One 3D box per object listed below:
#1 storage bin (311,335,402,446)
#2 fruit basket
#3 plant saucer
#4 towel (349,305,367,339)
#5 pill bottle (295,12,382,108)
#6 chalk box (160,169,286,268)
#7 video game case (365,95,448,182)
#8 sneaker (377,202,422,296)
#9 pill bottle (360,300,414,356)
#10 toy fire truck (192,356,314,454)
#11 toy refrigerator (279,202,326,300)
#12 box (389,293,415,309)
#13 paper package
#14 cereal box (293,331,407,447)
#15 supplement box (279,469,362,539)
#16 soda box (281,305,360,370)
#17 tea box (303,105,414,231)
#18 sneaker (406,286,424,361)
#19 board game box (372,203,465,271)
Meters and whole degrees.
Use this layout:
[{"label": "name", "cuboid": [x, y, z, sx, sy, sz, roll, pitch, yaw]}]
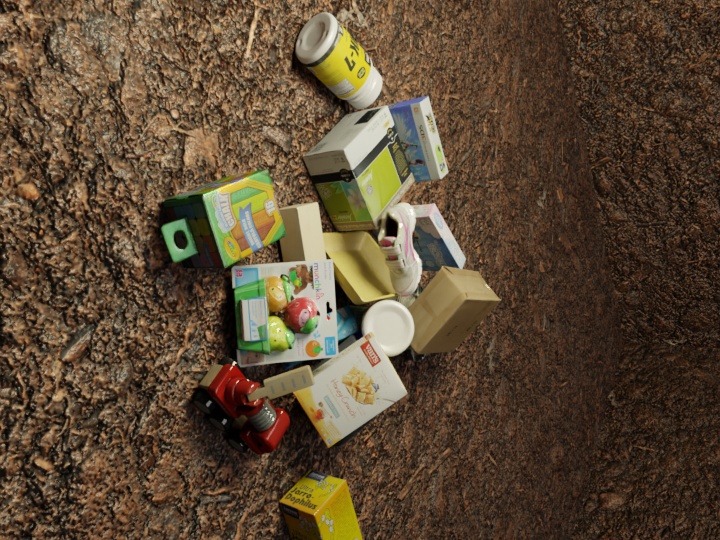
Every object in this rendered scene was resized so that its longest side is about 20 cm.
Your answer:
[{"label": "storage bin", "cuboid": [-0.031, 0.243, 1.229, 0.198, 0.146, 0.135, -39, 115, -1]}, {"label": "fruit basket", "cuboid": [-0.141, 0.081, 1.071, 0.094, 0.192, 0.193, -139, -134, -84]}, {"label": "plant saucer", "cuboid": [0.000, 0.000, 1.291, 0.197, 0.049, 0.201, -7, 52, -51]}, {"label": "towel", "cuboid": [0.011, 0.194, 1.392, 0.141, 0.022, 0.208, 11, 82, -51]}, {"label": "pill bottle", "cuboid": [-0.042, -0.454, 1.253, 0.198, 0.112, 0.118, 30, 67, -48]}, {"label": "chalk box", "cuboid": [-0.247, -0.081, 0.980, 0.199, 0.121, 0.129, -36, 117, -46]}, {"label": "video game case", "cuboid": [0.098, -0.303, 1.363, 0.045, 0.196, 0.186, -40, 119, -40]}, {"label": "sneaker", "cuboid": [0.076, -0.045, 1.241, 0.087, 0.080, 0.208, -5, 87, -51]}, {"label": "pill bottle", "cuboid": [0.056, 0.126, 1.277, 0.200, 0.110, 0.119, 119, -26, -86]}, {"label": "toy fire truck", "cuboid": [-0.170, 0.239, 1.017, 0.130, 0.195, 0.179, -54, 129, -35]}, {"label": "toy refrigerator", "cuboid": [-0.120, -0.032, 1.189, 0.075, 0.068, 0.208, -25, 110, -56]}, {"label": "box", "cuboid": [0.097, 0.088, 1.466, 0.081, 0.067, 0.208, -20, 105, -49]}, {"label": "paper package", "cuboid": [0.217, 0.102, 1.404, 0.187, 0.104, 0.202, 5, 130, -49]}, {"label": "cereal box", "cuboid": [-0.021, 0.240, 1.146, 0.197, 0.040, 0.146, -33, 104, -2]}, {"label": "supplement box", "cuboid": [-0.077, 0.551, 1.209, 0.109, 0.106, 0.207, -33, 114, -46]}, {"label": "soda box", "cuboid": [-0.090, 0.140, 1.210, 0.197, 0.067, 0.065, -19, 74, -51]}, {"label": "tea box", "cuboid": [0.002, -0.229, 1.293, 0.201, 0.131, 0.201, -50, 126, -38]}, {"label": "sneaker", "cuboid": [0.152, 0.142, 1.551, 0.079, 0.075, 0.208, -18, 110, -69]}, {"label": "board game box", "cuboid": [0.137, -0.076, 1.414, 0.201, 0.194, 0.044, 52, 52, -37]}]
